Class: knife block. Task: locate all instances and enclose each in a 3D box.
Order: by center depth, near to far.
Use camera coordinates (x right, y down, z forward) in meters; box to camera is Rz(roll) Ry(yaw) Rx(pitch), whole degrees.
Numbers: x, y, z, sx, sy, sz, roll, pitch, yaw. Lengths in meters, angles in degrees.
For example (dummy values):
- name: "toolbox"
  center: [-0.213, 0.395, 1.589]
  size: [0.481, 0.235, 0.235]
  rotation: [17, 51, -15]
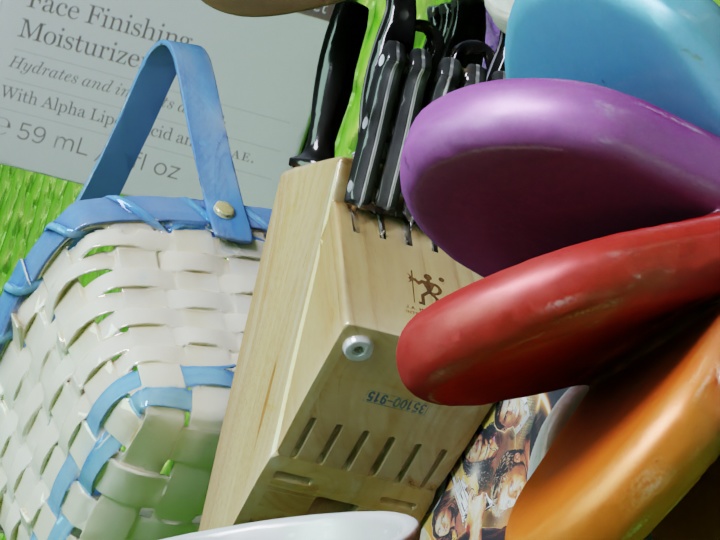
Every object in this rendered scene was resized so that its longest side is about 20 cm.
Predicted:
- name: "knife block"
  center: [0.000, 0.000, 1.059]
  size: [0.176, 0.064, 0.200]
  rotation: [-95, 26, -48]

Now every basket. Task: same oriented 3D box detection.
- name: "basket"
  center: [-0.085, 0.032, 1.173]
  size: [0.176, 0.139, 0.200]
  rotation: [-60, 38, 39]

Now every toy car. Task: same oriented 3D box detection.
- name: "toy car"
  center: [0.080, -0.001, 0.792]
  size: [0.175, 0.150, 0.200]
  rotation: [136, 144, -59]

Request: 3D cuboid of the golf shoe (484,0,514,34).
- name: "golf shoe"
  center: [0.091, -0.158, 0.879]
  size: [0.200, 0.097, 0.078]
  rotation: [-47, 30, 15]

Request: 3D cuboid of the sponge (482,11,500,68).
- name: "sponge"
  center: [0.019, -0.015, 1.177]
  size: [0.112, 0.030, 0.200]
  rotation: [-93, 25, -43]

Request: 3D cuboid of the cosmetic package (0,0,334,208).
- name: "cosmetic package"
  center: [-0.102, -0.151, 1.425]
  size: [0.165, 0.165, 0.200]
  rotation: [-126, 52, -67]

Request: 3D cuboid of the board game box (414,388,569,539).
- name: "board game box"
  center: [0.055, 0.066, 0.999]
  size: [0.135, 0.035, 0.200]
  rotation: [-170, 95, -72]

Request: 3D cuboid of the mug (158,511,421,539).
- name: "mug"
  center: [-0.020, 0.187, 0.907]
  size: [0.177, 0.133, 0.200]
  rotation: [-2, 98, 61]

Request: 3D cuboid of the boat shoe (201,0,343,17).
- name: "boat shoe"
  center: [0.021, -0.157, 1.024]
  size: [0.200, 0.072, 0.065]
  rotation: [-33, 15, 18]
